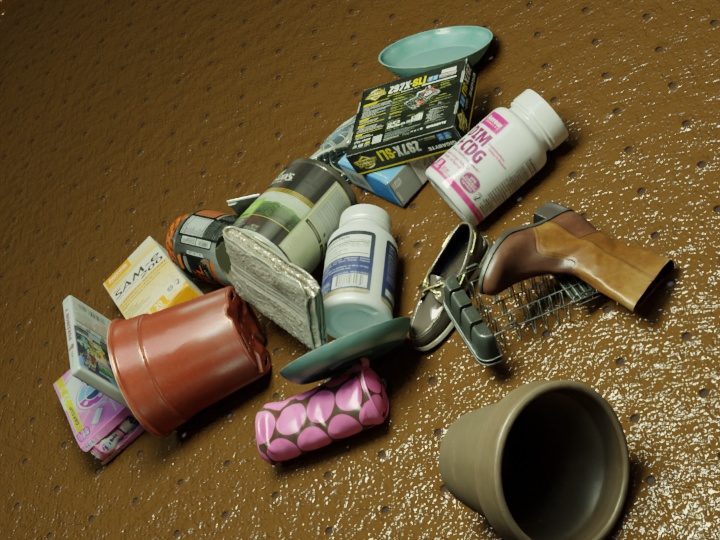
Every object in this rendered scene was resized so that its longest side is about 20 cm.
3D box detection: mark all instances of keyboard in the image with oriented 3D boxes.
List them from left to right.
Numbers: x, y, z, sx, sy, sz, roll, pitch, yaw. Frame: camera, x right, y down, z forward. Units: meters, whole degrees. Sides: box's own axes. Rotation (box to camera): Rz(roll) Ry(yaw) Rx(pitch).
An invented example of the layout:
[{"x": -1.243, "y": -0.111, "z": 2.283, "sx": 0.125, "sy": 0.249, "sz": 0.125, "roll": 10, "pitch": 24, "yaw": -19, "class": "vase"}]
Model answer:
[{"x": -0.183, "y": -0.106, "z": 1.963, "sx": 0.056, "sy": 0.200, "sz": 0.011, "roll": -18, "pitch": 84, "yaw": 1, "class": "keyboard"}]

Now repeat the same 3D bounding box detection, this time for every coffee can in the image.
[{"x": -0.114, "y": -0.062, "z": 1.839, "sx": 0.146, "sy": 0.147, "sz": 0.200, "roll": -1, "pitch": 37, "yaw": 39, "class": "coffee can"}]

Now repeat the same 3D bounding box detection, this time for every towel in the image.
[{"x": -0.127, "y": 0.027, "z": 1.714, "sx": 0.200, "sy": 0.133, "sz": 0.034, "roll": 32, "pitch": 54, "yaw": 33, "class": "towel"}]

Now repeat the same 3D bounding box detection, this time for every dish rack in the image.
[{"x": 0.221, "y": 0.032, "z": 1.582, "sx": 0.199, "sy": 0.055, "sz": 0.154, "roll": -22, "pitch": 41, "yaw": -6, "class": "dish rack"}]

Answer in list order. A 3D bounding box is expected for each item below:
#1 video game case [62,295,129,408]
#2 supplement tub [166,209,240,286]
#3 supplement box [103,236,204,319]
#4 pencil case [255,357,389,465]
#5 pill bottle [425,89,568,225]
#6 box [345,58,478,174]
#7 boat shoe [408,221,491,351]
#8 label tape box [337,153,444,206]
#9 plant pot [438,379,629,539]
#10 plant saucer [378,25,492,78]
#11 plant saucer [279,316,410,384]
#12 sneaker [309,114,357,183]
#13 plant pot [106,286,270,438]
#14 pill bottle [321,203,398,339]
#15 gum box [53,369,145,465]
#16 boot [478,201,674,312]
[{"x": -0.393, "y": 0.148, "z": 1.878, "sx": 0.023, "sy": 0.200, "sz": 0.183, "roll": -40, "pitch": 39, "yaw": 13, "class": "video game case"}, {"x": -0.234, "y": -0.037, "z": 1.975, "sx": 0.200, "sy": 0.123, "sz": 0.123, "roll": 13, "pitch": 64, "yaw": 46, "class": "supplement tub"}, {"x": -0.358, "y": 0.042, "z": 2.042, "sx": 0.126, "sy": 0.074, "sz": 0.200, "roll": -46, "pitch": 39, "yaw": -1, "class": "supplement box"}, {"x": -0.058, "y": 0.201, "z": 1.646, "sx": 0.199, "sy": 0.091, "sz": 0.094, "roll": -24, "pitch": 82, "yaw": 17, "class": "pencil case"}, {"x": 0.205, "y": -0.170, "z": 1.742, "sx": 0.200, "sy": 0.113, "sz": 0.113, "roll": -41, "pitch": 39, "yaw": 1, "class": "pill bottle"}, {"x": 0.082, "y": -0.245, "z": 1.862, "sx": 0.199, "sy": 0.049, "sz": 0.160, "roll": -13, "pitch": 43, "yaw": 29, "class": "box"}, {"x": 0.121, "y": 0.021, "z": 1.682, "sx": 0.072, "sy": 0.060, "sz": 0.200, "roll": 14, "pitch": 65, "yaw": 45, "class": "boat shoe"}, {"x": 0.079, "y": -0.213, "z": 1.923, "sx": 0.200, "sy": 0.063, "sz": 0.144, "roll": -48, "pitch": 40, "yaw": -11, "class": "label tape box"}, {"x": 0.187, "y": 0.226, "z": 1.369, "sx": 0.174, "sy": 0.200, "sz": 0.201, "roll": -7, "pitch": 48, "yaw": 60, "class": "plant pot"}, {"x": 0.131, "y": -0.369, "z": 1.997, "sx": 0.199, "sy": 0.036, "sz": 0.200, "roll": -12, "pitch": 27, "yaw": 6, "class": "plant saucer"}, {"x": -0.017, "y": 0.118, "z": 1.636, "sx": 0.200, "sy": 0.200, "sz": 0.028, "roll": -26, "pitch": 79, "yaw": 19, "class": "plant saucer"}, {"x": -0.033, "y": -0.203, "z": 2.014, "sx": 0.200, "sy": 0.078, "sz": 0.086, "roll": -38, "pitch": 27, "yaw": -6, "class": "sneaker"}, {"x": -0.256, "y": 0.130, "z": 1.806, "sx": 0.195, "sy": 0.201, "sz": 0.201, "roll": -24, "pitch": 42, "yaw": 8, "class": "plant pot"}, {"x": 0.000, "y": 0.000, "z": 1.761, "sx": 0.111, "sy": 0.111, "sz": 0.201, "roll": -17, "pitch": 45, "yaw": 27, "class": "pill bottle"}, {"x": -0.428, "y": 0.222, "z": 1.944, "sx": 0.113, "sy": 0.066, "sz": 0.200, "roll": -42, "pitch": 40, "yaw": -1, "class": "gum box"}, {"x": 0.277, "y": 0.008, "z": 1.520, "sx": 0.188, "sy": 0.069, "sz": 0.200, "roll": -33, "pitch": 50, "yaw": -32, "class": "boot"}]
